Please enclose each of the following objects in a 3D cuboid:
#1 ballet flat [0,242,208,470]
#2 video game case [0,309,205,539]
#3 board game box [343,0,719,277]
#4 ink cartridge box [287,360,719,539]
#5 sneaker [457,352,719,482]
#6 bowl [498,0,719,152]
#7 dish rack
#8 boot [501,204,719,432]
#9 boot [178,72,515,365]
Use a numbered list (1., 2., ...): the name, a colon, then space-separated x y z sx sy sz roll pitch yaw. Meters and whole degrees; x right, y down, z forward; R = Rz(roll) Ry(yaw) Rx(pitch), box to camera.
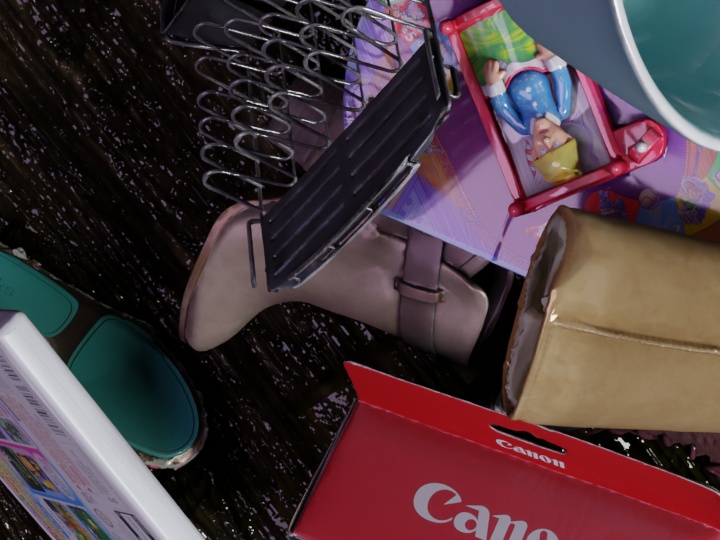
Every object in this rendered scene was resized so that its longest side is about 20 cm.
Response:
1. ballet flat: -0.168 0.050 0.946 0.200 0.076 0.064 38 158 13
2. video game case: -0.184 0.100 0.932 0.181 0.024 0.201 1 132 52
3. board game box: 0.084 -0.073 0.703 0.199 0.039 0.159 24 103 11
4. ink cartridge box: 0.074 0.144 0.785 0.198 0.084 0.176 17 153 22
5. sneaker: 0.142 0.076 0.767 0.199 0.076 0.116 -25 103 36
6. bowl: 0.116 -0.153 0.608 0.105 0.200 0.203 17 124 46
7. dish rack: -0.026 -0.097 0.716 0.054 0.201 0.153 18 135 -31
8. boot: 0.173 0.002 0.654 0.198 0.066 0.177 10 112 -5
9. boot: 0.000 0.000 0.810 0.146 0.070 0.201 34 125 10
